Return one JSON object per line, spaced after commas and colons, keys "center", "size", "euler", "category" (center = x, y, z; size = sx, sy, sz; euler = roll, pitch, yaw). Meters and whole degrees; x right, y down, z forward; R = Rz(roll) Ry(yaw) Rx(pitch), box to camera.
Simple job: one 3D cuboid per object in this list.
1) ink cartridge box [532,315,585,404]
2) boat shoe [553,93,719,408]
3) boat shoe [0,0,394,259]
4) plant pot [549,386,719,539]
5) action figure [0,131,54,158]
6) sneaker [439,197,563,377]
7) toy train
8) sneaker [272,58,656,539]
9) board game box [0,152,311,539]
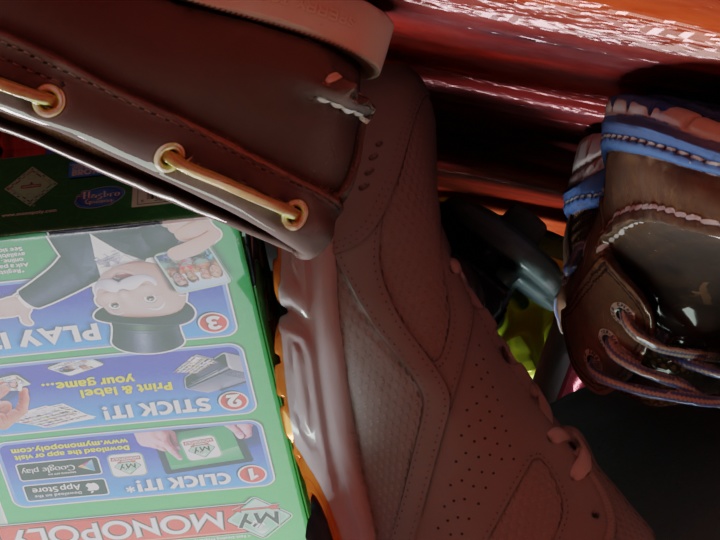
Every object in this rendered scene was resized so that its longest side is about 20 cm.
{"center": [0.155, 0.068, 0.932], "size": [0.199, 0.086, 0.148], "euler": [13, 136, 0], "category": "ink cartridge box"}
{"center": [0.088, 0.000, 0.706], "size": [0.072, 0.073, 0.200], "euler": [12, 177, 1], "category": "boat shoe"}
{"center": [-0.091, -0.052, 0.612], "size": [0.200, 0.060, 0.072], "euler": [14, 176, -20], "category": "boat shoe"}
{"center": [0.114, 0.133, 0.789], "size": [0.200, 0.200, 0.188], "euler": [16, -163, -47], "category": "plant pot"}
{"center": [-0.078, -0.038, 0.798], "size": [0.052, 0.066, 0.200], "euler": [-10, -176, -21], "category": "action figure"}
{"center": [0.086, 0.021, 1.045], "size": [0.200, 0.074, 0.084], "euler": [10, 172, 34], "category": "sneaker"}
{"center": [0.000, 0.000, 0.859], "size": [0.114, 0.085, 0.200], "euler": [35, 180, 3], "category": "toy train"}
{"center": [0.028, 0.045, 0.710], "size": [0.092, 0.201, 0.076], "euler": [-4, 178, 8], "category": "sneaker"}
{"center": [-0.119, 0.031, 0.723], "size": [0.199, 0.029, 0.135], "euler": [-5, 138, 4], "category": "board game box"}
